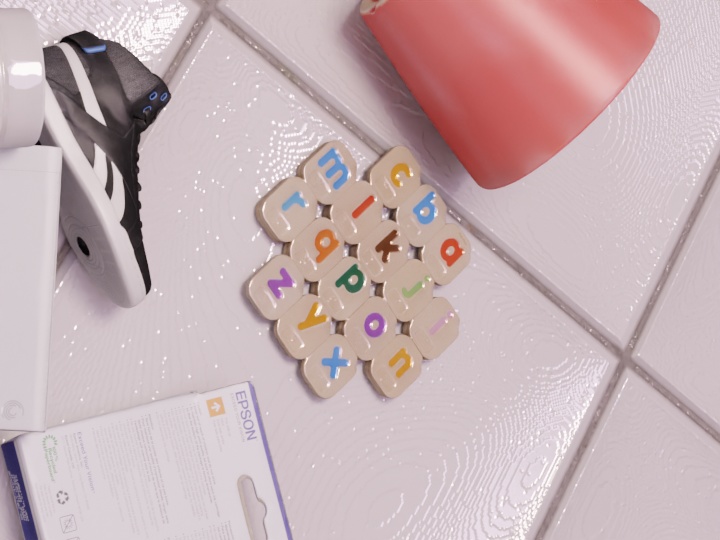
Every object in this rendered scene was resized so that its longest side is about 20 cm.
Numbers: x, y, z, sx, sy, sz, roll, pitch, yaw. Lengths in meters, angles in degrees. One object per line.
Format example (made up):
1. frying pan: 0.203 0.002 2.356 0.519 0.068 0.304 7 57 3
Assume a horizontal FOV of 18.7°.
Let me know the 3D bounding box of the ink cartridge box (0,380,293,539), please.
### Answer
1. ink cartridge box: -0.149 0.197 1.622 0.199 0.041 0.200 -12 85 -31

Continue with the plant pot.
1. plant pot: 0.108 -0.193 1.752 0.177 0.200 0.201 44 65 -13

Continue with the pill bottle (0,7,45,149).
1. pill bottle: -0.320 -0.128 1.477 0.199 0.114 0.115 -4 89 -22

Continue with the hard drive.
1. hard drive: -0.281 0.010 1.538 0.131 0.026 0.201 3 84 -6

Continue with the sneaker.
1. sneaker: -0.174 -0.082 1.616 0.112 0.073 0.201 -31 103 -29

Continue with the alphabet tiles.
1. alphabet tiles: 0.000 0.000 1.763 0.196 0.015 0.200 -44 110 -27
